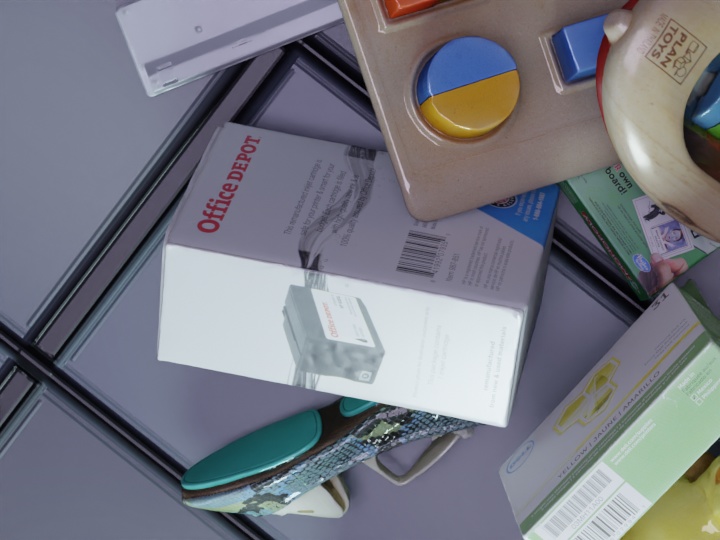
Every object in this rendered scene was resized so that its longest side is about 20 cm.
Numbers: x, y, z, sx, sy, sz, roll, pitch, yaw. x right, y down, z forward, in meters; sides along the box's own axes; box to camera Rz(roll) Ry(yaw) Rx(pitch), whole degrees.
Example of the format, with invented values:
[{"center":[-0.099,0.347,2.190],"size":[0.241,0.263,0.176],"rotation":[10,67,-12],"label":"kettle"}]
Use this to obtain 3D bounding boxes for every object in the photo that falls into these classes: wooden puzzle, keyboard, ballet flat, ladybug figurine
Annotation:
[{"center":[0.086,-0.146,1.575],"size":[0.185,0.046,0.200],"rotation":[-18,90,-13],"label":"wooden puzzle"},{"center":[-0.042,-0.162,1.676],"size":[0.200,0.011,0.056],"rotation":[-21,88,9],"label":"keyboard"},{"center":[-0.007,0.106,1.671],"size":[0.200,0.074,0.074],"rotation":[-28,92,12],"label":"ballet flat"},{"center":[0.196,-0.090,1.553],"size":[0.200,0.072,0.136],"rotation":[36,90,-34],"label":"ladybug figurine"}]

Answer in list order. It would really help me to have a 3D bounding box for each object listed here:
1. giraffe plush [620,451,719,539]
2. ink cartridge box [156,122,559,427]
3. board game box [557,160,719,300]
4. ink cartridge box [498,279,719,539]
[{"center":[0.215,0.137,1.597],"size":[0.162,0.200,0.173],"rotation":[-32,85,30],"label":"giraffe plush"},{"center":[0.000,0.000,1.609],"size":[0.200,0.145,0.084],"rotation":[11,122,6],"label":"ink cartridge box"},{"center":[0.157,-0.102,1.628],"size":[0.135,0.029,0.200],"rotation":[-35,90,-8],"label":"board game box"},{"center":[0.138,0.071,1.575],"size":[0.048,0.200,0.146],"rotation":[40,100,-16],"label":"ink cartridge box"}]
